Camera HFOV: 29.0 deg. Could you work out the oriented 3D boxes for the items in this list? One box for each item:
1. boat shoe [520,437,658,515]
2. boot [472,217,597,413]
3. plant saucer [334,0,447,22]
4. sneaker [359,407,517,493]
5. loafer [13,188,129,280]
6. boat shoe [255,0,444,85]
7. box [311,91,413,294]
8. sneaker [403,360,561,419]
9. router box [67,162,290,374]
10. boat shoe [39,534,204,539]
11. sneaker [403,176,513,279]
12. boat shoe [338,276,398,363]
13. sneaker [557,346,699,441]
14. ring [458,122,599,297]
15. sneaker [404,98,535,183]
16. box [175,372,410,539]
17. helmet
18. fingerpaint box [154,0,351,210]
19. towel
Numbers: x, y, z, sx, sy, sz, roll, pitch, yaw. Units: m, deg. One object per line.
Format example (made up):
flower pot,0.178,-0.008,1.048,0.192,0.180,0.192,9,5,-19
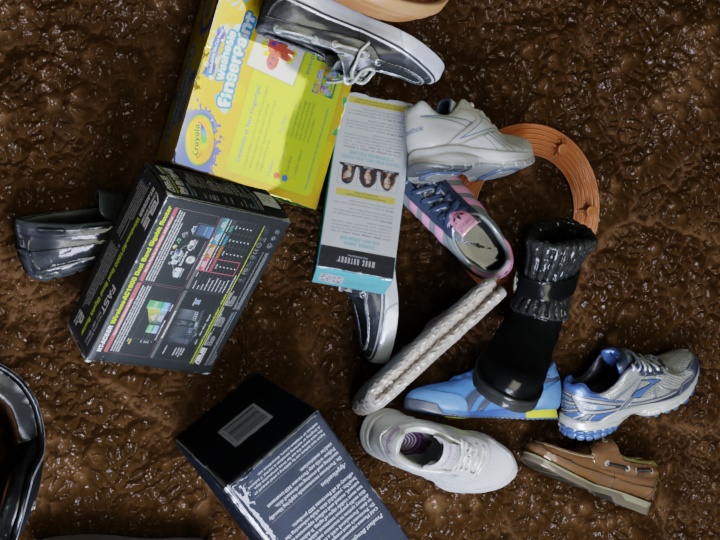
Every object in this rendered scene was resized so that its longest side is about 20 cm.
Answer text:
boat shoe,0.273,0.227,1.653,0.199,0.072,0.069,25,83,-32
boot,0.189,0.042,1.510,0.079,0.211,0.159,21,120,6
plant saucer,-0.003,-0.312,1.410,0.198,0.201,0.038,18,123,-23
sneaker,0.098,0.213,1.559,0.198,0.099,0.076,17,89,-24
loafer,-0.248,-0.049,1.398,0.198,0.068,0.071,-17,113,-15
boat shoe,-0.011,-0.220,1.390,0.198,0.073,0.069,24,81,-23
box,0.003,-0.082,1.456,0.081,0.049,0.203,10,70,-6
sneaker,0.139,0.131,1.588,0.197,0.066,0.080,2,86,-23
router box,-0.181,0.003,1.378,0.149,0.062,0.201,10,118,-41
boat shoe,-0.242,0.327,1.448,0.197,0.074,0.094,7,87,-23
sneaker,0.097,-0.070,1.517,0.200,0.082,0.070,43,90,-9
boat shoe,0.000,0.000,1.504,0.067,0.072,0.203,-2,93,-18
sneaker,0.319,0.127,1.636,0.198,0.077,0.086,-22,118,-23
ring,0.192,-0.068,1.601,0.198,0.019,0.203,-3,99,-21
sneaker,0.120,-0.141,1.490,0.199,0.074,0.088,-3,79,-51
box,-0.069,0.233,1.439,0.124,0.200,0.198,-37,109,-14
helmet,-0.390,0.179,1.308,0.197,0.192,0.202,-4,132,-5
fingerpaint box,-0.102,-0.184,1.436,0.165,0.073,0.203,16,89,-24
towel,0.071,0.082,1.511,0.200,0.133,0.035,-42,87,-11
